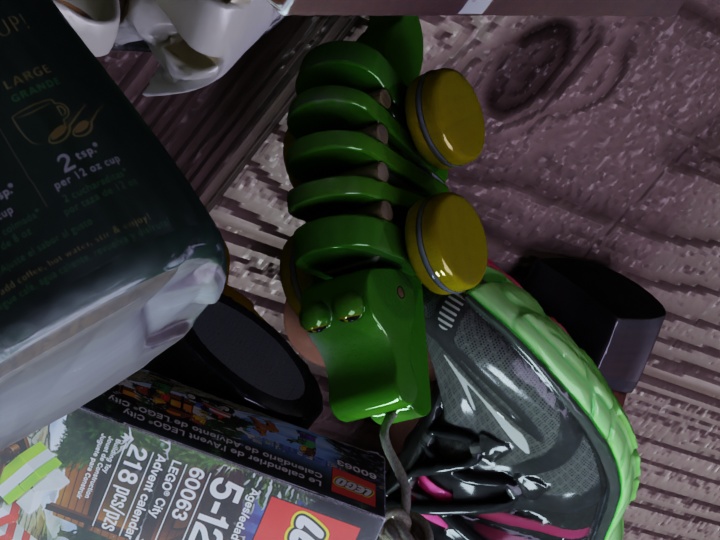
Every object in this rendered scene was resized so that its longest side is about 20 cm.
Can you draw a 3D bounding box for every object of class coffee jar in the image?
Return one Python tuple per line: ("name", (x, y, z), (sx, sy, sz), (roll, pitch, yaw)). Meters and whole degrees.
("coffee jar", (-0.122, -0.056, 0.662), (0.104, 0.201, 0.085), (-29, 168, -9))

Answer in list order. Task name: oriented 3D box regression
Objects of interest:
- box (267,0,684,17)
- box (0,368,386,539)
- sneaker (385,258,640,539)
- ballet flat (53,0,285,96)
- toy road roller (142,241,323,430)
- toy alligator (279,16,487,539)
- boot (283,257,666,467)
("box", (0.041, -0.129, 0.781), (0.199, 0.075, 0.100), (-9, 139, -53))
("box", (-0.091, 0.119, 0.776), (0.136, 0.038, 0.201), (20, 112, -8))
("sneaker", (0.042, 0.075, 0.917), (0.083, 0.077, 0.201), (-30, 139, -18))
("ballet flat", (-0.071, -0.080, 0.778), (0.199, 0.068, 0.068), (-9, 134, -33))
("toy road roller", (-0.111, 0.019, 0.835), (0.199, 0.146, 0.123), (34, 109, -13))
("toy alligator", (0.000, 0.000, 0.835), (0.059, 0.201, 0.054), (-15, 152, 33))
("boot", (0.008, 0.087, 1.008), (0.188, 0.068, 0.201), (0, 121, -56))
